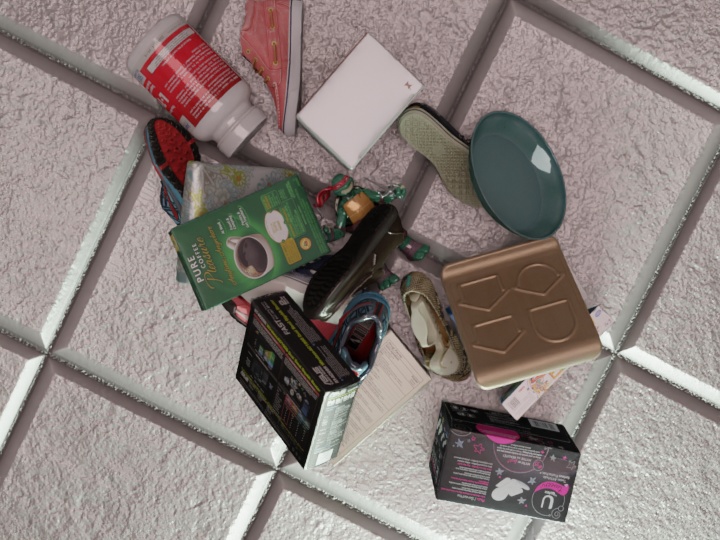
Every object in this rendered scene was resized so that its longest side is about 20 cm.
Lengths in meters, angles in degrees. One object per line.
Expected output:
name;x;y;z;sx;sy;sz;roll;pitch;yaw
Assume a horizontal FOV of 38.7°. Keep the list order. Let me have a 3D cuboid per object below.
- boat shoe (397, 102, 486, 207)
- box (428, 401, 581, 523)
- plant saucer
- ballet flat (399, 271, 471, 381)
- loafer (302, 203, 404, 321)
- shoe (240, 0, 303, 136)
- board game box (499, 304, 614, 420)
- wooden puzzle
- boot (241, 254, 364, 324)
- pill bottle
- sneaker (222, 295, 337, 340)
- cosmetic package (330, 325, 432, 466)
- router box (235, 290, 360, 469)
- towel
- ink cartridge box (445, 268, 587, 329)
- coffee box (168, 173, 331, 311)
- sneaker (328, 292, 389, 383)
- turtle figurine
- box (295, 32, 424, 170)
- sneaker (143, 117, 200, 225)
boat shoe;0.133;-0.175;1.529;0.074;0.063;0.200;-37;112;27
box;0.211;0.286;1.538;0.197;0.132;0.117;12;100;-3
plant saucer;0.223;-0.135;1.505;0.198;0.036;0.203;17;62;-34
ballet flat;0.106;0.100;1.526;0.067;0.076;0.202;-16;112;22
loafer;0.000;0.000;1.434;0.201;0.073;0.071;-50;120;-13
shoe;-0.132;-0.300;1.512;0.089;0.071;0.204;2;90;0
board game box;0.289;0.136;1.525;0.034;0.134;0.200;45;93;7
wooden puzzle;0.226;0.062;1.466;0.182;0.047;0.202;-15;59;-1
boot;-0.085;0.016;1.514;0.197;0.091;0.073;17;137;-21
pill bottle;-0.233;-0.263;1.488;0.200;0.112;0.112;45;92;-4
sneaker;-0.117;0.067;1.550;0.198;0.074;0.088;28;83;-11
cosmetic package;0.002;0.187;1.553;0.199;0.073;0.104;-40;94;2
router box;-0.092;0.150;1.427;0.061;0.200;0.151;-14;136;-35
towel;-0.175;-0.067;1.490;0.198;0.048;0.174;-1;98;-43
ink cartridge box;0.242;0.054;1.552;0.199;0.067;0.117;-35;94;2
coffee box;-0.153;-0.039;1.416;0.198;0.044;0.124;-27;96;-17
sneaker;-0.023;0.128;1.452;0.078;0.096;0.202;22;103;-6
turtle figurine;0.008;-0.078;1.519;0.149;0.101;0.201;-36;108;8
box;-0.004;-0.234;1.453;0.106;0.200;0.153;42;92;-5
sneaker;-0.275;-0.123;1.507;0.095;0.079;0.202;-13;106;43
